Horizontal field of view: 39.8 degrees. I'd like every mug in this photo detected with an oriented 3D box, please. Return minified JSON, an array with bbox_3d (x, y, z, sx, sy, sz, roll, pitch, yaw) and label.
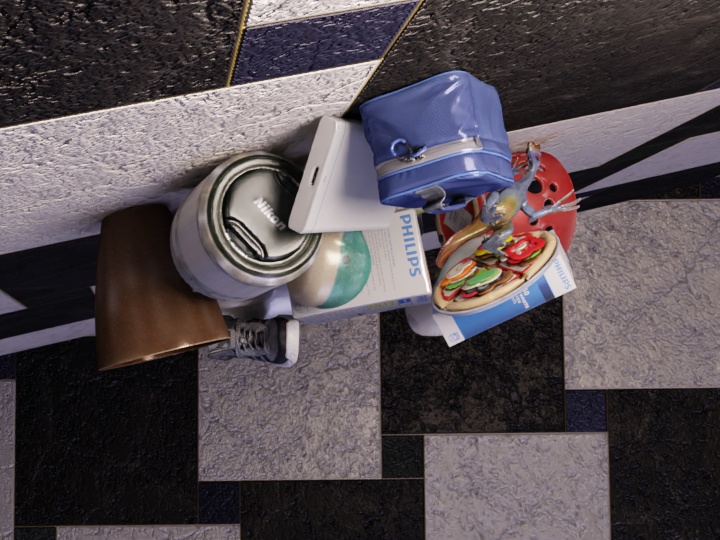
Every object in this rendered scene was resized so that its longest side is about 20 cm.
[{"bbox_3d":[-0.192,0.019,1.554,0.173,0.150,0.200,-6,-165,-7],"label":"mug"}]

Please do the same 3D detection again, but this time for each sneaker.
[{"bbox_3d":[-0.164,0.103,1.455,0.112,0.077,0.200,2,175,-23],"label":"sneaker"}]

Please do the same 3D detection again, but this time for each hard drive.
[{"bbox_3d":[-0.003,-0.111,1.184,0.026,0.133,0.199,26,-164,26],"label":"hard drive"}]

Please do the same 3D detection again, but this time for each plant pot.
[{"bbox_3d":[-0.291,0.018,1.375,0.184,0.203,0.187,-13,177,-1],"label":"plant pot"},{"bbox_3d":[0.237,-0.100,1.674,0.180,0.203,0.200,-2,171,-27],"label":"plant pot"}]

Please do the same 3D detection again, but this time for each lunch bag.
[{"bbox_3d":[0.090,-0.131,1.108,0.134,0.134,0.200,-15,176,24],"label":"lunch bag"}]

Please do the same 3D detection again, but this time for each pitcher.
[{"bbox_3d":[0.192,0.032,1.584,0.170,0.123,0.200,7,146,-36],"label":"pitcher"}]

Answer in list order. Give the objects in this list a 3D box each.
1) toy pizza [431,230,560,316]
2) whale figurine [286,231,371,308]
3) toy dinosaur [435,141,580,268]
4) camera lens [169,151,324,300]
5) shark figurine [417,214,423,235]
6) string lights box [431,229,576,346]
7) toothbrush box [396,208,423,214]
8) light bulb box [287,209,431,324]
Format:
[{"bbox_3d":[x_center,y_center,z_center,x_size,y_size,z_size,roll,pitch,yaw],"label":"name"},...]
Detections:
[{"bbox_3d":[0.184,-0.005,1.386,0.199,0.032,0.201,-28,-162,10],"label":"toy pizza"},{"bbox_3d":[-0.035,-0.049,1.315,0.103,0.203,0.159,11,164,-22],"label":"whale figurine"},{"bbox_3d":[0.199,-0.109,1.397,0.198,0.106,0.182,-14,-154,25],"label":"toy dinosaur"},{"bbox_3d":[-0.144,-0.050,1.234,0.158,0.162,0.200,-12,176,-26],"label":"camera lens"},{"bbox_3d":[0.099,-0.108,1.833,0.127,0.091,0.214,-14,178,-18],"label":"shark figurine"},{"bbox_3d":[0.203,0.025,1.425,0.198,0.059,0.103,-27,-163,14],"label":"string lights box"},{"bbox_3d":[0.075,-0.130,1.432,0.197,0.087,0.146,-12,175,-7],"label":"toothbrush box"},{"bbox_3d":[0.000,0.000,1.468,0.197,0.127,0.198,-11,174,4],"label":"light bulb box"}]
